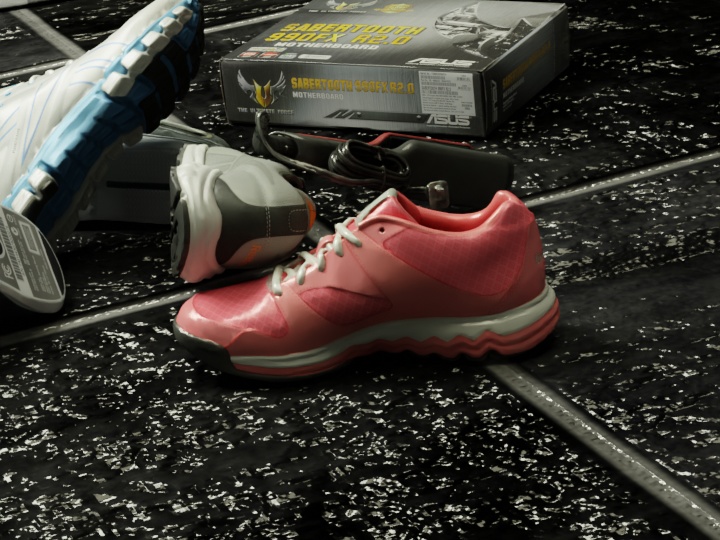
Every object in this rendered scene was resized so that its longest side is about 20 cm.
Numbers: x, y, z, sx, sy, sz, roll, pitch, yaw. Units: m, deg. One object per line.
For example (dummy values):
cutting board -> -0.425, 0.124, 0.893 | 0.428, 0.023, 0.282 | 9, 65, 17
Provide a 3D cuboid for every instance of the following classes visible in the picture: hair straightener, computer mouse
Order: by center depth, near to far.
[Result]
computer mouse -> -0.233, -0.009, 1.193 | 0.044, 0.110, 0.200 | -35, -29, 19
hair straightener -> 0.020, -0.063, 1.262 | 0.199, 0.041, 0.077 | 13, 5, -45

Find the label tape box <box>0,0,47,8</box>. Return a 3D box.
label tape box -> -0.348, -0.266, 1.920 | 0.199, 0.064, 0.144 | -11, 23, -12

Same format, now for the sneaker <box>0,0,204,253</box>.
sneaker -> -0.174, -0.099, 1.322 | 0.086, 0.075, 0.200 | 34, 75, 23

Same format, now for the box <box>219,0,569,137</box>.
box -> 0.026, -0.145, 1.545 | 0.199, 0.049, 0.158 | 6, 26, 26

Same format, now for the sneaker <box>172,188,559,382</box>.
sneaker -> 0.000, 0.000, 1.147 | 0.199, 0.087, 0.074 | -6, 22, 1

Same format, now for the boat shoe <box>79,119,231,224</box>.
boat shoe -> -0.175, -0.065, 1.395 | 0.199, 0.072, 0.071 | 10, 17, 10

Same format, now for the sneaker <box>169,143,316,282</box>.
sneaker -> -0.066, -0.030, 1.235 | 0.079, 0.074, 0.200 | -2, 8, -4
